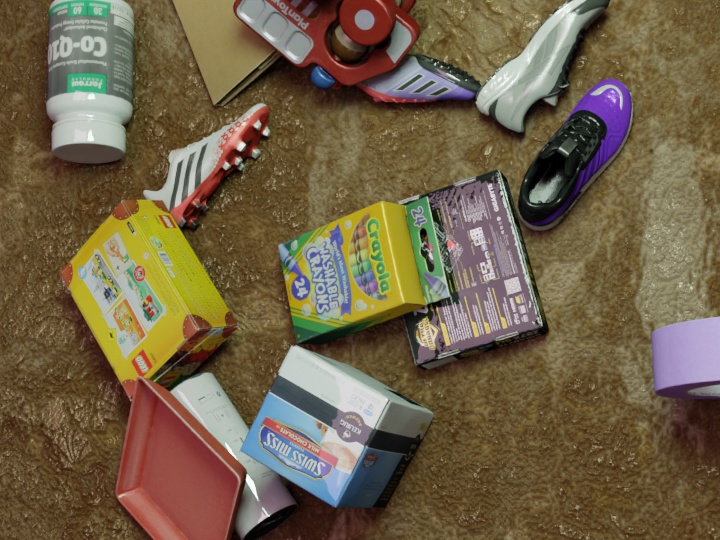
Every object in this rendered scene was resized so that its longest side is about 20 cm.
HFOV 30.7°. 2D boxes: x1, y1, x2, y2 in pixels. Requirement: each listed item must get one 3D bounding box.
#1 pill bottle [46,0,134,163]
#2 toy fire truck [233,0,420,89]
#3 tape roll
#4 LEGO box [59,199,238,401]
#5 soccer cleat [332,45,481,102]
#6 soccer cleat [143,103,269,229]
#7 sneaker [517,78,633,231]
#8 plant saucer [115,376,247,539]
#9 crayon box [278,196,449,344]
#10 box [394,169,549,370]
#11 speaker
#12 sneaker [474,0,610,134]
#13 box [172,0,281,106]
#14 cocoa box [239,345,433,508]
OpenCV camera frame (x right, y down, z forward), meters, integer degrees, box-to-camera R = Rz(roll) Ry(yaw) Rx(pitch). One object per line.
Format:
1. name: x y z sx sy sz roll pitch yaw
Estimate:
1. pill bottle: -0.352 -0.249 1.714 0.112 0.113 0.201 -5 78 16
2. toy fire truck: -0.036 -0.305 1.561 0.200 0.112 0.168 39 127 -6
3. tape roll: 0.406 0.092 1.367 0.199 0.200 0.066 -5 77 16
4. LEGO box: -0.265 0.035 1.625 0.149 0.077 0.200 -43 69 28
5. soccer cleat: 0.054 -0.234 1.618 0.199 0.068 0.074 21 102 20
6. soccer cleat: -0.195 -0.143 1.670 0.085 0.069 0.200 41 97 16
7. sneaker: 0.248 -0.138 1.513 0.069 0.099 0.201 33 90 18
8. plant saucer: -0.208 0.251 1.552 0.200 0.037 0.200 38 128 31
9. crayon box: 0.000 0.000 1.553 0.199 0.051 0.126 -22 73 33
10. box: 0.120 -0.001 1.554 0.159 0.049 0.201 -19 75 15
11. speaker: -0.159 0.224 1.578 0.081 0.081 0.200 -38 71 7
12. sneaker: 0.228 -0.248 1.564 0.079 0.074 0.200 44 100 10
13. box: -0.168 -0.339 1.690 0.163 0.021 0.201 -35 70 36
14. cocoa box: -0.022 0.182 1.480 0.133 0.200 0.132 28 89 20
